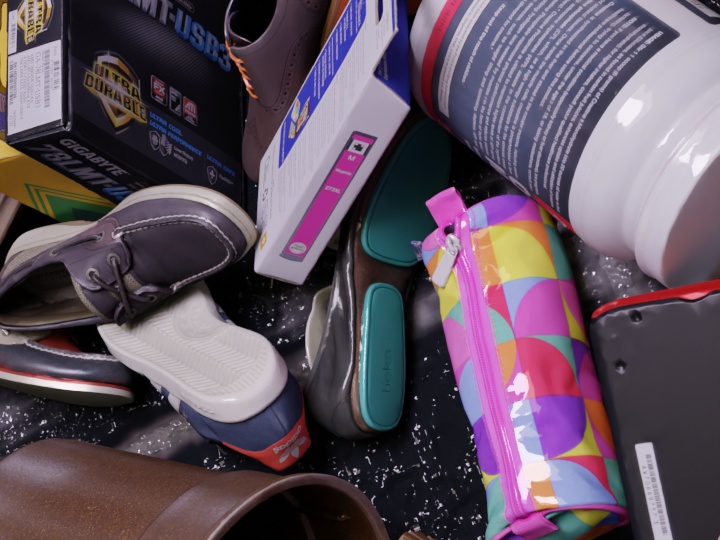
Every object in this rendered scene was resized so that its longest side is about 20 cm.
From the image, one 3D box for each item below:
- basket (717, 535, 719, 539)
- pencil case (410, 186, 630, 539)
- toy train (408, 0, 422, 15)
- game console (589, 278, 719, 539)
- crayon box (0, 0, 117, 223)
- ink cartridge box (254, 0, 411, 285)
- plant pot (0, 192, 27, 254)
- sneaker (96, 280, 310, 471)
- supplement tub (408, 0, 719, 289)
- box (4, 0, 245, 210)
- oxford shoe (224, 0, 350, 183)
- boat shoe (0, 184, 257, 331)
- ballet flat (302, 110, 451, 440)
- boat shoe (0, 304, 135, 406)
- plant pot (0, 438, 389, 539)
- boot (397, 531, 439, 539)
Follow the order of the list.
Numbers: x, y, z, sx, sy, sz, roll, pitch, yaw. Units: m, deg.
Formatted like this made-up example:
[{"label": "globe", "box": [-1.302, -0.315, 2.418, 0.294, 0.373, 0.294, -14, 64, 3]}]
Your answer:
[{"label": "basket", "box": [0.288, 0.095, 0.724, 0.198, 0.200, 0.161, -62, 15, -11]}, {"label": "pencil case", "box": [0.087, 0.055, 0.943, 0.088, 0.088, 0.200, -23, 66, 19]}, {"label": "toy train", "box": [0.047, -0.181, 1.049, 0.116, 0.085, 0.200, -13, 71, 6]}, {"label": "game console", "box": [0.218, 0.098, 0.851, 0.177, 0.031, 0.200, -12, 91, 21]}, {"label": "crayon box", "box": [-0.188, -0.102, 1.063, 0.052, 0.200, 0.126, -12, 69, 23]}, {"label": "ink cartridge box", "box": [-0.010, -0.090, 0.960, 0.200, 0.037, 0.095, 120, 158, -43]}, {"label": "plant pot", "box": [-0.263, -0.064, 1.127, 0.093, 0.201, 0.201, 27, 86, -9]}, {"label": "sneaker", "box": [-0.095, 0.063, 1.044, 0.075, 0.085, 0.200, -37, 35, -11]}, {"label": "supplement tub", "box": [0.135, -0.095, 0.932, 0.140, 0.140, 0.200, -50, 59, 4]}, {"label": "box", "box": [-0.140, -0.139, 1.051, 0.050, 0.200, 0.199, -11, 69, 25]}, {"label": "oxford shoe", "box": [-0.055, -0.131, 1.030, 0.071, 0.072, 0.200, 52, 141, 39]}, {"label": "boat shoe", "box": [-0.148, 0.001, 1.028, 0.200, 0.072, 0.065, -10, 40, 36]}, {"label": "ballet flat", "box": [0.000, 0.000, 1.016, 0.068, 0.068, 0.200, 3, 75, 41]}, {"label": "boat shoe", "box": [-0.225, 0.047, 1.114, 0.200, 0.071, 0.063, 8, 75, 33]}, {"label": "plant pot", "box": [-0.117, 0.188, 0.952, 0.198, 0.200, 0.201, 12, 79, 38]}, {"label": "boot", "box": [0.051, 0.237, 0.912, 0.107, 0.075, 0.200, -48, 51, 23]}]
